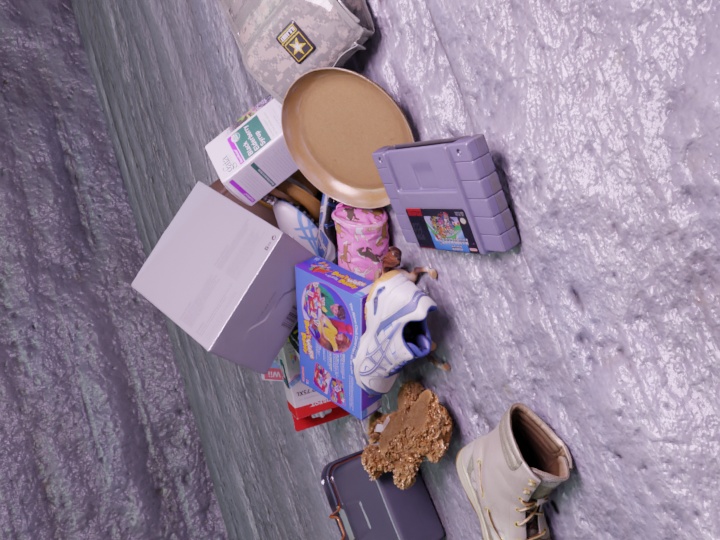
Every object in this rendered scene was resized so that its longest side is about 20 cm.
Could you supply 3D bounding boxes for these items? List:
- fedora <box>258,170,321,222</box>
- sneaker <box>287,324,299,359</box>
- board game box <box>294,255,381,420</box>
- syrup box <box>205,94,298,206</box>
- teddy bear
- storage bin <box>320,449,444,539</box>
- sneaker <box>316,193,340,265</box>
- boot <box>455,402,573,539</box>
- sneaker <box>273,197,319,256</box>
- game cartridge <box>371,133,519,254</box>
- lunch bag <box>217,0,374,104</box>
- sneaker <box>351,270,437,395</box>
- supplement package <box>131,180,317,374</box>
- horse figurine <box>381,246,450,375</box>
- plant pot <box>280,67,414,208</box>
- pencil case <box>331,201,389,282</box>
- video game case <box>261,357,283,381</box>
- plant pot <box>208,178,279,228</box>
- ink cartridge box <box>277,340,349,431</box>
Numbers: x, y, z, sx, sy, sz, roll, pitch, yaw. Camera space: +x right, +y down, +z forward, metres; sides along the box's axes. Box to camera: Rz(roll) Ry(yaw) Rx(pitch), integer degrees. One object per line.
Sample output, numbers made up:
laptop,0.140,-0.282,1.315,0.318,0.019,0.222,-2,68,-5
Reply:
fedora,-0.129,-0.154,1.168,0.200,0.199,0.083,0,62,64
sneaker,-0.098,0.084,1.144,0.201,0.074,0.084,51,162,-9
board game box,-0.031,0.097,1.013,0.133,0.044,0.203,25,126,38
syrup box,-0.119,-0.194,1.024,0.079,0.199,0.081,58,-173,31
teddy bear,0.066,0.234,1.000,0.200,0.066,0.146,-49,28,36
storage bin,0.034,0.371,1.111,0.134,0.144,0.202,-48,60,49
sneaker,-0.039,-0.067,1.075,0.077,0.075,0.203,38,136,45
boot,0.191,0.263,0.786,0.202,0.071,0.155,63,150,25
sneaker,-0.096,-0.027,1.157,0.071,0.072,0.202,15,139,45
game cartridge,0.091,-0.084,0.808,0.199,0.038,0.131,10,123,62
lunch bag,-0.083,-0.335,0.919,0.163,0.117,0.202,-35,74,35
sneaker,0.045,0.101,0.912,0.088,0.075,0.202,33,136,29
supplement package,-0.193,0.011,1.058,0.199,0.193,0.147,31,175,34
horse figurine,0.060,0.057,0.970,0.132,0.049,0.203,10,114,57
plant pot,-0.013,-0.173,0.918,0.198,0.028,0.202,20,136,20
pencil case,0.000,0.000,1.028,0.083,0.085,0.203,-82,-6,-59
video game case,-0.126,0.118,1.312,0.017,0.141,0.203,-65,-26,-63
plant pot,-0.192,-0.060,1.309,0.173,0.199,0.203,24,127,35
ink cartridge box,-0.077,0.180,1.237,0.067,0.115,0.203,-168,65,-70
